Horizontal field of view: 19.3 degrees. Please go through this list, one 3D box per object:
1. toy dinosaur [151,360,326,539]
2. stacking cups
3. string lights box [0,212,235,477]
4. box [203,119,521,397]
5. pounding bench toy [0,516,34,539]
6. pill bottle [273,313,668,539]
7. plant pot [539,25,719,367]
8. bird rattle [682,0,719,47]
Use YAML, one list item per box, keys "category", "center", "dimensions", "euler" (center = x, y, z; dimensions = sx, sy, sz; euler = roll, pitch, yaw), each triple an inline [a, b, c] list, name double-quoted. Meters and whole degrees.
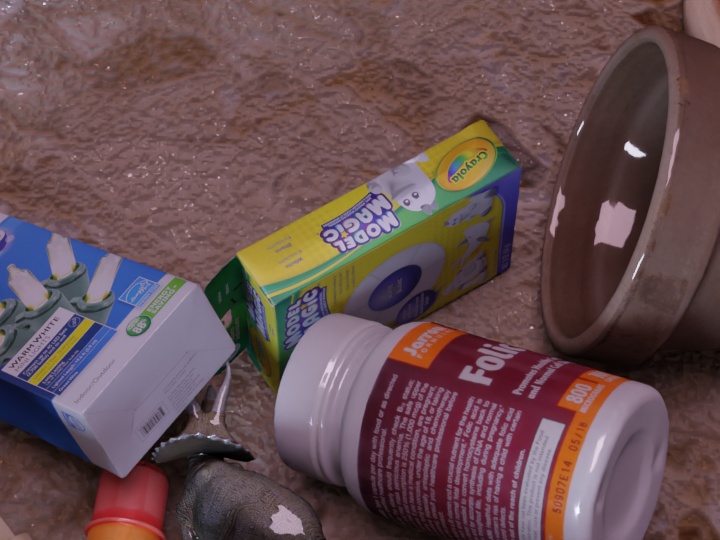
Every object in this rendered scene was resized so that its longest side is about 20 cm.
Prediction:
- category: "toy dinosaur"
  center: [-0.059, 0.146, 1.161]
  dimensions: [0.077, 0.102, 0.200]
  euler: [-22, 40, -26]
- category: "stacking cups"
  center: [-0.142, 0.199, 1.168]
  dimensions: [0.060, 0.061, 0.200]
  euler: [3, 59, 1]
- category: "string lights box"
  center: [-0.181, 0.037, 1.221]
  dimensions: [0.200, 0.059, 0.103]
  euler: [18, 58, 39]
- category: "box"
  center: [0.000, 0.000, 1.255]
  dimensions: [0.200, 0.117, 0.048]
  euler: [-28, 63, -15]
- category: "pounding bench toy"
  center: [-0.275, 0.181, 1.087]
  dimensions: [0.200, 0.124, 0.156]
  euler: [-31, 60, -22]
- category: "pill bottle"
  center: [0.060, 0.093, 1.183]
  dimensions: [0.200, 0.114, 0.114]
  euler: [15, 59, 27]
- category: "plant pot"
  center: [0.221, -0.026, 1.248]
  dimensions: [0.174, 0.200, 0.200]
  euler: [16, 59, -11]
- category: "bird rattle"
  center: [0.289, -0.157, 1.385]
  dimensions: [0.163, 0.113, 0.200]
  euler: [27, 75, 27]
